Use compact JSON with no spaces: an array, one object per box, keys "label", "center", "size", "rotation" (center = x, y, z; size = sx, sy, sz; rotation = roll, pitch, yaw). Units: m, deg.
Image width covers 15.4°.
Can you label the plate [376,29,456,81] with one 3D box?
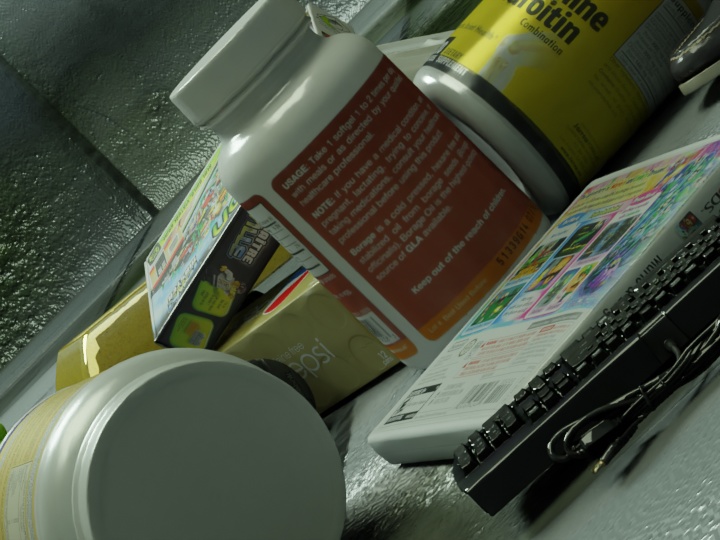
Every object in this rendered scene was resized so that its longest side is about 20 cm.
[{"label":"plate","center":[0.071,-0.135,1.674],"size":[0.199,0.032,0.200],"rotation":[-12,8,-3]}]

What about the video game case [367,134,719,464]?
[{"label":"video game case","center":[0.094,0.016,1.234],"size":[0.182,0.024,0.200],"rotation":[-48,8,-15]}]

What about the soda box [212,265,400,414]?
[{"label":"soda box","center":[-0.033,0.043,1.566],"size":[0.064,0.068,0.200],"rotation":[-52,10,-36]}]

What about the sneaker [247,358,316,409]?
[{"label":"sneaker","center":[-0.105,0.138,1.513],"size":[0.200,0.076,0.091],"rotation":[-41,-3,-19]}]

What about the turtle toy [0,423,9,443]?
[{"label":"turtle toy","center":[-0.243,0.194,1.657],"size":[0.200,0.101,0.146],"rotation":[-63,7,4]}]

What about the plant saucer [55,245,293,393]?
[{"label":"plant saucer","center":[-0.128,0.025,1.787],"size":[0.200,0.048,0.200],"rotation":[-40,4,-14]}]

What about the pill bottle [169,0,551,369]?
[{"label":"pill bottle","center":[-0.002,-0.052,1.413],"size":[0.112,0.200,0.112],"rotation":[-44,9,9]}]

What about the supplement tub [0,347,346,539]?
[{"label":"supplement tub","center":[-0.096,0.115,1.273],"size":[0.145,0.145,0.200],"rotation":[-49,9,-19]}]

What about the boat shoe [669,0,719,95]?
[{"label":"boat shoe","center":[0.214,-0.175,1.409],"size":[0.200,0.063,0.073],"rotation":[-50,9,-24]}]

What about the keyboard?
[{"label":"keyboard","center":[0.117,0.023,1.052],"size":[0.200,0.021,0.127],"rotation":[-43,14,1]}]

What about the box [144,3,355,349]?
[{"label":"box","center":[-0.063,-0.052,1.590],"size":[0.200,0.035,0.110],"rotation":[-56,20,18]}]

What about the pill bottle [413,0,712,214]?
[{"label":"pill bottle","center":[0.131,-0.136,1.461],"size":[0.200,0.112,0.112],"rotation":[-47,8,-8]}]

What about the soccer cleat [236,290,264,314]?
[{"label":"soccer cleat","center":[-0.109,0.084,1.765],"size":[0.073,0.068,0.200],"rotation":[-41,5,34]}]
